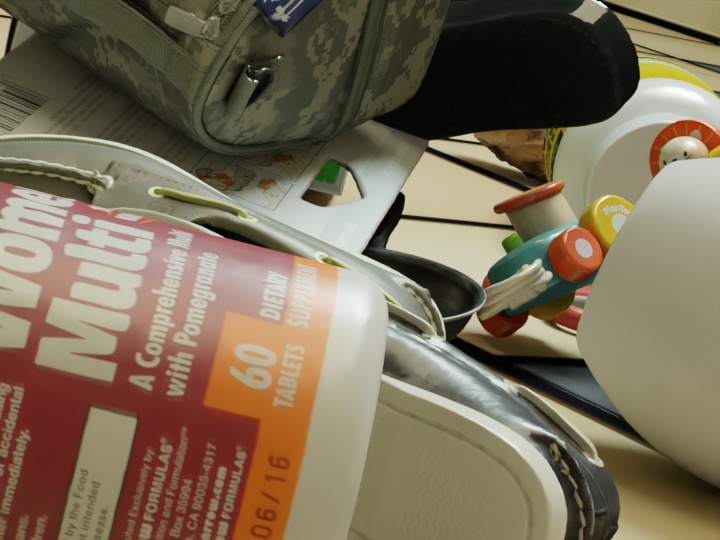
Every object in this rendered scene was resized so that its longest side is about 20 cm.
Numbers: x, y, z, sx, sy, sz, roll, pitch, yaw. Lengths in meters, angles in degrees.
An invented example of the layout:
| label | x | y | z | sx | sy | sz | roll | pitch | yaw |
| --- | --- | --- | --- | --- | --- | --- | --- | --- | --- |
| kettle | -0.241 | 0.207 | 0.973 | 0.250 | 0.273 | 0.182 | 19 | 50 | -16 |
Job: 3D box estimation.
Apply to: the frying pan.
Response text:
| label | x | y | z | sx | sy | sz | roll | pitch | yaw |
| --- | --- | --- | --- | --- | --- | --- | --- | --- | --- |
| frying pan | -0.016 | 0.000 | 1.023 | 0.115 | 0.031 | 0.190 | 3 | 15 | -15 |

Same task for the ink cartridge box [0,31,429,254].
| label | x | y | z | sx | sy | sz | roll | pitch | yaw |
| --- | --- | --- | --- | --- | --- | --- | --- | --- | --- |
| ink cartridge box | -0.074 | -0.043 | 1.038 | 0.173 | 0.044 | 0.200 | 24 | 23 | 3 |

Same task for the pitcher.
| label | x | y | z | sx | sy | sz | roll | pitch | yaw |
| --- | --- | --- | --- | --- | --- | --- | --- | --- | --- |
| pitcher | 0.189 | 0.045 | 0.933 | 0.200 | 0.121 | 0.172 | 28 | -7 | 14 |

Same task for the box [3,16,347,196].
| label | x | y | z | sx | sy | sz | roll | pitch | yaw |
| --- | --- | --- | --- | --- | --- | --- | --- | --- | --- |
| box | -0.083 | -0.103 | 1.278 | 0.176 | 0.097 | 0.200 | 15 | 3 | -1 |

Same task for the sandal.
| label | x | y | z | sx | sy | sz | roll | pitch | yaw |
| --- | --- | --- | --- | --- | --- | --- | --- | --- | --- |
| sandal | 0.042 | -0.098 | 1.117 | 0.200 | 0.075 | 0.048 | 6 | 39 | 37 |

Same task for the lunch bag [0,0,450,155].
| label | x | y | z | sx | sy | sz | roll | pitch | yaw |
| --- | --- | --- | --- | --- | --- | --- | --- | --- | --- |
| lunch bag | -0.074 | -0.137 | 1.028 | 0.200 | 0.140 | 0.168 | 34 | 36 | 24 |

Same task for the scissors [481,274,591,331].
| label | x | y | z | sx | sy | sz | roll | pitch | yaw |
| --- | --- | --- | --- | --- | --- | --- | --- | --- | --- |
| scissors | 0.139 | 0.015 | 1.236 | 0.073 | 0.014 | 0.200 | 21 | 13 | 37 |

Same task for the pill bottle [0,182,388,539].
| label | x | y | z | sx | sy | sz | roll | pitch | yaw |
| --- | --- | --- | --- | --- | --- | --- | --- | --- | --- |
| pill bottle | -0.101 | 0.030 | 0.575 | 0.200 | 0.110 | 0.110 | 14 | 11 | -4 |

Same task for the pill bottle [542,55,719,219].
| label | x | y | z | sx | sy | sz | roll | pitch | yaw |
| --- | --- | --- | --- | --- | --- | --- | --- | --- | --- |
| pill bottle | 0.159 | -0.055 | 1.360 | 0.111 | 0.112 | 0.200 | 15 | 10 | -1 |

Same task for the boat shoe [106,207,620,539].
| label | x | y | z | sx | sy | sz | roll | pitch | yaw |
| --- | --- | --- | --- | --- | --- | --- | --- | --- | --- |
| boat shoe | -0.010 | 0.037 | 0.762 | 0.200 | 0.074 | 0.060 | 24 | 14 | 30 |

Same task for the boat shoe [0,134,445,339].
| label | x | y | z | sx | sy | sz | roll | pitch | yaw |
| --- | --- | --- | --- | --- | --- | --- | --- | --- | --- |
| boat shoe | -0.067 | 0.002 | 0.872 | 0.201 | 0.072 | 0.060 | 19 | 6 | 1 |

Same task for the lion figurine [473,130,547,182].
| label | x | y | z | sx | sy | sz | roll | pitch | yaw |
| --- | --- | --- | --- | --- | --- | --- | --- | --- | --- |
| lion figurine | 0.170 | -0.075 | 1.640 | 0.200 | 0.073 | 0.122 | 25 | -10 | -35 |

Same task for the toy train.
| label | x | y | z | sx | sy | sz | roll | pitch | yaw |
| --- | --- | --- | --- | --- | --- | --- | --- | --- | --- |
| toy train | 0.127 | -0.043 | 1.064 | 0.200 | 0.056 | 0.150 | -28 | -11 | -2 |
